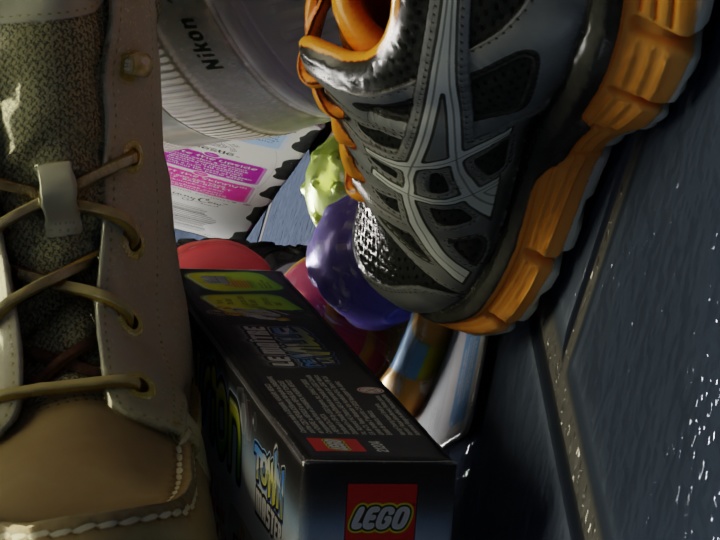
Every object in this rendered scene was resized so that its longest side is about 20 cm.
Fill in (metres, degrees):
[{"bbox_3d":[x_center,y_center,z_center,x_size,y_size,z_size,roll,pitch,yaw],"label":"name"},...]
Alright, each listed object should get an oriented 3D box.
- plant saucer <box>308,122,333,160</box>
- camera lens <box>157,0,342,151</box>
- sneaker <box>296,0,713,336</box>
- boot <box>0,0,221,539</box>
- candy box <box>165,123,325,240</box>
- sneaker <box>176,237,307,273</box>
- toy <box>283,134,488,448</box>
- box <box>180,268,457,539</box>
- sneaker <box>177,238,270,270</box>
[{"bbox_3d":[0.020,-0.130,1.005,0.200,0.029,0.201,-165,90,-82],"label":"plant saucer"},{"bbox_3d":[-0.078,-0.112,0.868,0.160,0.200,0.160,21,-114,-59],"label":"camera lens"},{"bbox_3d":[0.021,-0.048,0.651,0.200,0.077,0.078,115,165,-63],"label":"sneaker"},{"bbox_3d":[-0.073,-0.003,0.701,0.200,0.072,0.155,-132,40,-78],"label":"boot"},{"bbox_3d":[-0.041,-0.097,1.064,0.200,0.061,0.137,131,152,-76],"label":"candy box"},{"bbox_3d":[-0.054,0.035,1.138,0.200,0.074,0.080,107,166,-74],"label":"sneaker"},{"bbox_3d":[0.000,0.000,0.831,0.200,0.047,0.115,130,151,-75],"label":"toy"},{"bbox_3d":[-0.020,0.072,0.717,0.200,0.035,0.110,-135,48,-73],"label":"box"},{"bbox_3d":[-0.037,0.081,0.933,0.116,0.078,0.200,149,123,-68],"label":"sneaker"}]
